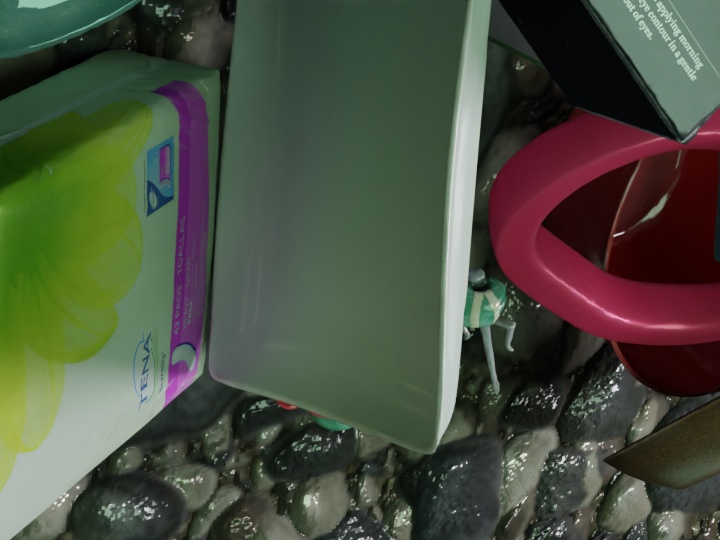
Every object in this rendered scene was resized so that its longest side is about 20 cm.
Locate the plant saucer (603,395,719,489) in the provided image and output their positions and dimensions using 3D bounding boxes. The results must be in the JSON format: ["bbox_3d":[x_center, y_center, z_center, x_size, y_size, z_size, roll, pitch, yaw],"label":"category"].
[{"bbox_3d":[0.227,0.070,0.927,0.199,0.037,0.200,-27,170,-5],"label":"plant saucer"}]

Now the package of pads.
[{"bbox_3d":[-0.128,0.008,0.704,0.200,0.068,0.156,-41,142,-61],"label":"package of pads"}]

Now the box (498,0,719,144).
[{"bbox_3d":[0.112,-0.186,0.637,0.182,0.104,0.200,-40,111,-4],"label":"box"}]

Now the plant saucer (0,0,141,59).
[{"bbox_3d":[-0.122,-0.159,0.652,0.199,0.036,0.200,-29,159,-12],"label":"plant saucer"}]

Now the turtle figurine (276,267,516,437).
[{"bbox_3d":[0.000,0.000,0.806,0.100,0.149,0.202,-14,108,-36],"label":"turtle figurine"}]

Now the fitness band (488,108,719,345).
[{"bbox_3d":[0.142,-0.017,0.773,0.200,0.143,0.038,32,47,-50],"label":"fitness band"}]

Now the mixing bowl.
[{"bbox_3d":[0.175,-0.044,0.939,0.199,0.108,0.202,-18,123,-29],"label":"mixing bowl"}]

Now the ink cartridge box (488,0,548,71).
[{"bbox_3d":[0.115,-0.196,0.787,0.200,0.145,0.088,-45,132,-10],"label":"ink cartridge box"}]

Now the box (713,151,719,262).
[{"bbox_3d":[0.256,-0.008,0.811,0.049,0.200,0.083,-20,124,-28],"label":"box"}]

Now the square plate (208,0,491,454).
[{"bbox_3d":[-0.005,-0.042,0.693,0.028,0.198,0.202,3,94,-30],"label":"square plate"}]
